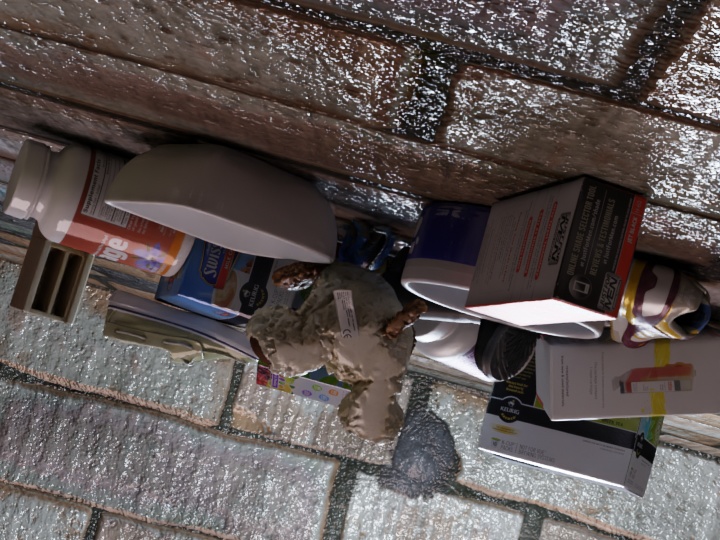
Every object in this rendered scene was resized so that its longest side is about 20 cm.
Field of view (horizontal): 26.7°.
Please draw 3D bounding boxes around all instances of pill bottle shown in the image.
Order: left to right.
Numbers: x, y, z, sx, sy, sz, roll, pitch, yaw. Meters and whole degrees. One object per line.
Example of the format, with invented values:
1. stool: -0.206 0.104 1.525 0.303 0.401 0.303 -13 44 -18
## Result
1. pill bottle: -0.283 -0.073 1.666 0.199 0.113 0.112 18 172 -19
2. pill bottle: 0.123 0.062 1.830 0.112 0.113 0.200 10 171 36

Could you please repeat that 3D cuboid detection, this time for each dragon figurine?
1. dragon figurine: 0.000 0.000 1.668 0.059 0.100 0.200 17 173 -16

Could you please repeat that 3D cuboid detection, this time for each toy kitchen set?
1. toy kitchen set: -0.317 -0.003 1.988 0.163 0.181 0.200 20 175 -42

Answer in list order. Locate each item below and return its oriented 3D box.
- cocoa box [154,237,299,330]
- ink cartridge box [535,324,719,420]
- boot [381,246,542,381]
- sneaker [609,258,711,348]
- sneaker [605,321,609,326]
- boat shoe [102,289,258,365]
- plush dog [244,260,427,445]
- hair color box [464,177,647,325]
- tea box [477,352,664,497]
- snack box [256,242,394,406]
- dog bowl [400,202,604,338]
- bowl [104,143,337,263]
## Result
1. cocoa box: -0.151 -0.010 1.774 0.131 0.134 0.200 19 173 -14
2. ink cartridge box: 0.294 0.106 1.635 0.199 0.084 0.145 -1 -176 0
3. boot: 0.097 0.044 1.651 0.199 0.165 0.066 12 128 31
4. sneaker: 0.295 0.043 1.476 0.090 0.075 0.200 19 175 18
5. sneaker: 0.350 0.090 1.800 0.200 0.076 0.115 23 -178 3
6. boat shoe: -0.212 0.081 1.825 0.199 0.062 0.072 18 175 2
7. plush dog: -0.004 0.051 1.552 0.200 0.160 0.172 38 -163 -20
8. hair color box: 0.156 -0.011 1.252 0.061 0.102 0.200 18 173 -13
9. tea box: 0.281 0.166 1.945 0.199 0.198 0.134 13 172 24
10. snack box: -0.029 0.061 1.814 0.142 0.201 0.053 14 145 6
11. dog bowl: 0.144 0.002 1.464 0.199 0.079 0.200 15 173 2
12. bowl: -0.133 -0.071 1.518 0.199 0.075 0.200 21 170 -36
